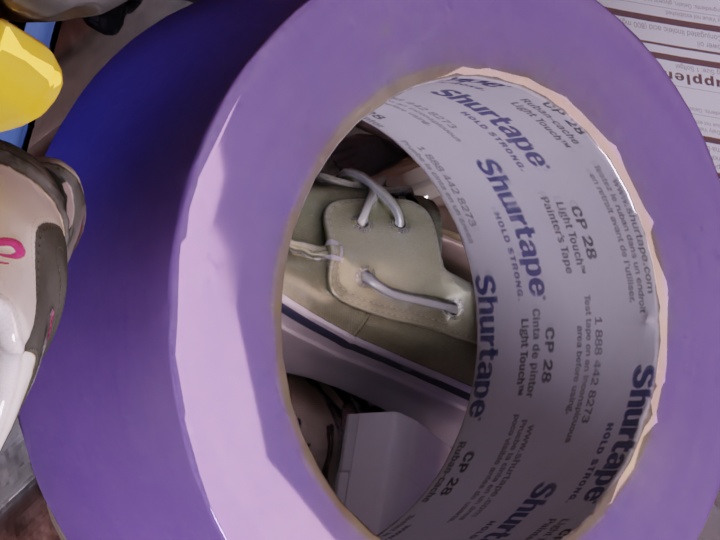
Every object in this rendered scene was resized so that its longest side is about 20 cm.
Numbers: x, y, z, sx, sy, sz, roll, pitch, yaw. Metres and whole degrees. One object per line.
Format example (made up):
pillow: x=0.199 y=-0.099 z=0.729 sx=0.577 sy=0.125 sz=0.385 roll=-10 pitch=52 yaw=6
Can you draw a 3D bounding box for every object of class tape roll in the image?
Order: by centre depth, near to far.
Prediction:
tape roll: x=0.008 y=0.015 z=0.817 sx=0.199 sy=0.085 sz=0.201 roll=3 pitch=85 yaw=-37

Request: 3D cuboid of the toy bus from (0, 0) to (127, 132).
toy bus: x=-0.132 y=-0.153 z=0.645 sx=0.192 sy=0.135 sz=0.201 roll=31 pitch=72 yaw=-44

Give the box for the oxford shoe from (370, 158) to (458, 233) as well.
oxford shoe: x=0.045 y=-0.008 z=1.021 sx=0.200 sy=0.075 sz=0.058 roll=33 pitch=42 yaw=-74

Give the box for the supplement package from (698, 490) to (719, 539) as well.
supplement package: x=0.159 y=0.175 z=1.254 sx=0.151 sy=0.151 sz=0.201 roll=-49 pitch=141 yaw=-40

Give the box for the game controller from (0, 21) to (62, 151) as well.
game controller: x=-0.095 y=-0.060 z=0.779 sx=0.104 sy=0.042 sz=0.201 roll=-135 pitch=-120 yaw=-80

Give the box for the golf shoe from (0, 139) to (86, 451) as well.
golf shoe: x=-0.133 y=0.054 z=0.701 sx=0.201 sy=0.077 sz=0.088 roll=-60 pitch=-160 yaw=22

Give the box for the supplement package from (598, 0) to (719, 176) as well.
supplement package: x=0.124 y=-0.116 z=1.111 sx=0.114 sy=0.109 sz=0.201 roll=-50 pitch=142 yaw=-38

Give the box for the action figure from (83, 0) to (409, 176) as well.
action figure: x=0.003 y=-0.138 z=0.900 sx=0.201 sy=0.104 sz=0.193 roll=-67 pitch=160 yaw=-10

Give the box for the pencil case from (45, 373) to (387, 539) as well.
pencil case: x=-0.023 y=0.062 z=0.946 sx=0.200 sy=0.089 sz=0.078 roll=7 pitch=109 yaw=-61

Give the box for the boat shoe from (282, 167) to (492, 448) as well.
boat shoe: x=0.000 y=0.000 z=0.912 sx=0.199 sy=0.072 sz=0.062 roll=27 pitch=107 yaw=-31

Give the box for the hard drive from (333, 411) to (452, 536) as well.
hard drive: x=0.020 y=0.161 z=0.907 sx=0.132 sy=0.026 sz=0.201 roll=40 pitch=53 yaw=-52
